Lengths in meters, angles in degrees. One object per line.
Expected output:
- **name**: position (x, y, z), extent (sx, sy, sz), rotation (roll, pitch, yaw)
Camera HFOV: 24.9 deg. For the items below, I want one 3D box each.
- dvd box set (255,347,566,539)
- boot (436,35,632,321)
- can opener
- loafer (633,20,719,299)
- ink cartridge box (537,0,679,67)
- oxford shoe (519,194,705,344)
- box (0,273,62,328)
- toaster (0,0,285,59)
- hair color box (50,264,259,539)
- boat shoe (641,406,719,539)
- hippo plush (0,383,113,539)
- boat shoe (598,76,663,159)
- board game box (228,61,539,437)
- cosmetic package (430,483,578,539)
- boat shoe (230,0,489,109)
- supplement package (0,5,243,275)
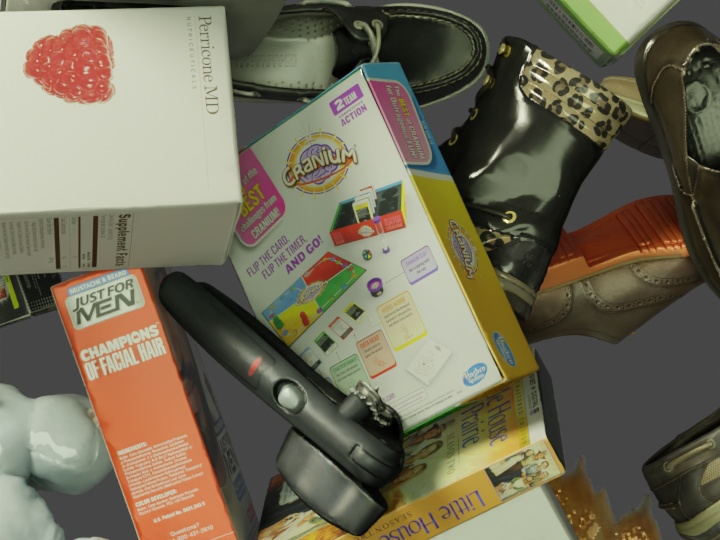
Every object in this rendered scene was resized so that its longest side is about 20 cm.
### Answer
- **dvd box set**: position (0.028, 0.126, 0.999), extent (0.199, 0.146, 0.030), rotation (-27, 105, 12)
- **boot**: position (0.060, -0.075, 1.016), extent (0.200, 0.073, 0.151), rotation (33, 90, 35)
- **can opener**: position (-0.050, 0.064, 0.950), extent (0.079, 0.063, 0.200), rotation (-47, 66, -1)
- **loafer**: position (0.220, -0.051, 0.964), extent (0.073, 0.071, 0.201), rotation (-28, 96, 1)
- **ink cartridge box**: position (0.180, -0.251, 1.027), extent (0.200, 0.076, 0.148), rotation (-43, 89, 2)
- **oxford shoe**: position (0.178, 0.002, 1.050), extent (0.198, 0.071, 0.073), rotation (-10, 118, 1)
- **box**: position (-0.289, -0.048, 1.042), extent (0.159, 0.044, 0.201), rotation (-19, 91, 26)
- **toaster**: position (-0.123, -0.209, 0.935), extent (0.198, 0.181, 0.120), rotation (1, 75, -15)
- **hair color box**: position (-0.126, 0.092, 1.035), extent (0.064, 0.111, 0.201), rotation (-20, 92, 2)
- **boat shoe**: position (0.261, 0.085, 1.036), extent (0.073, 0.074, 0.200), rotation (45, 92, 0)
- **hippo plush**: position (-0.229, 0.159, 1.048), extent (0.198, 0.160, 0.162), rotation (2, 61, -12)
- **boat shoe**: position (0.243, -0.100, 1.035), extent (0.199, 0.072, 0.065), rotation (12, 81, 2)
- **board game box**: position (0.000, 0.000, 0.973), extent (0.153, 0.040, 0.201), rotation (-30, 80, 36)
- **cosmetic package**: position (0.037, 0.191, 1.034), extent (0.199, 0.108, 0.085), rotation (-31, 90, 2)
- **boat shoe**: position (-0.016, -0.140, 1.046), extent (0.198, 0.060, 0.074), rotation (3, 91, 2)
- **supplement package**: position (-0.174, -0.071, 0.927), extent (0.198, 0.120, 0.122), rotation (-4, 74, -11)
